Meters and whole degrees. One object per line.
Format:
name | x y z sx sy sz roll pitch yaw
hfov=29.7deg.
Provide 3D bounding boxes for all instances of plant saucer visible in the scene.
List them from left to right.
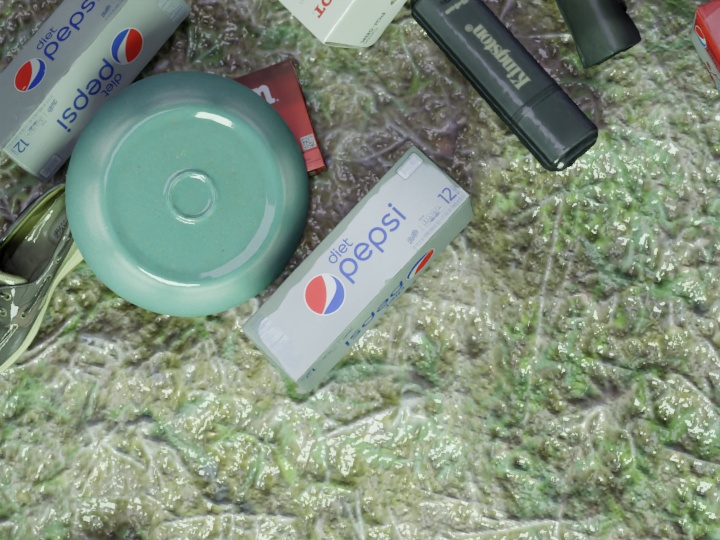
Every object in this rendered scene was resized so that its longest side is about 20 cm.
plant saucer | -0.137 -0.061 1.095 0.199 0.036 0.201 -1 95 -12

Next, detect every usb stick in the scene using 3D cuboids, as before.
usb stick | 0.118 -0.166 1.126 0.055 0.033 0.200 -39 74 -1

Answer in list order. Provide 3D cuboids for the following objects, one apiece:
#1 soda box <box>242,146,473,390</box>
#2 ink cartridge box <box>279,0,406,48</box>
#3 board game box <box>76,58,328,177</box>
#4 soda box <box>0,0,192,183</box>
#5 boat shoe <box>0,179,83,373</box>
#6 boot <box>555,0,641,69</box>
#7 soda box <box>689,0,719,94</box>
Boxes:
soda box | 0.000 0.000 1.079 0.063 0.068 0.200 42 87 14
ink cartridge box | -0.036 -0.304 1.129 0.200 0.083 0.147 45 114 15
board game box | -0.137 -0.100 1.157 0.199 0.019 0.103 -19 74 4
soda box | -0.239 -0.177 1.158 0.068 0.063 0.200 35 84 36
boat shoe | -0.287 0.005 1.123 0.072 0.066 0.201 38 91 21
boot | 0.155 -0.255 1.049 0.065 0.165 0.201 -18 96 17
soda box | 0.369 -0.212 1.083 0.199 0.063 0.070 -26 75 3
